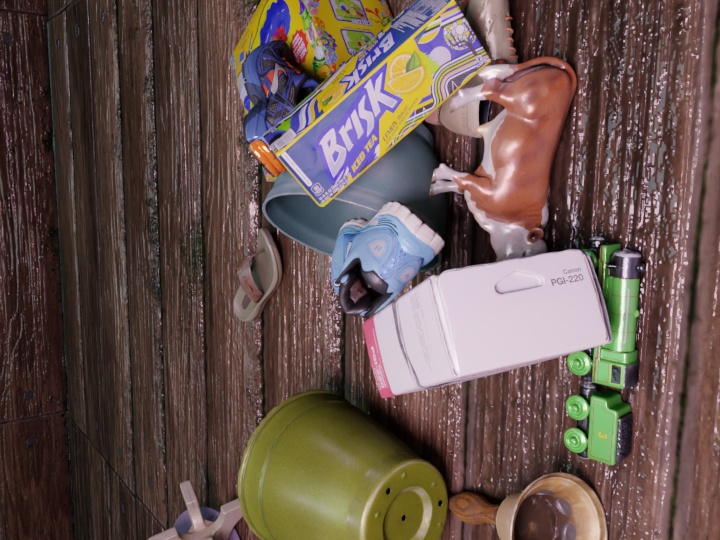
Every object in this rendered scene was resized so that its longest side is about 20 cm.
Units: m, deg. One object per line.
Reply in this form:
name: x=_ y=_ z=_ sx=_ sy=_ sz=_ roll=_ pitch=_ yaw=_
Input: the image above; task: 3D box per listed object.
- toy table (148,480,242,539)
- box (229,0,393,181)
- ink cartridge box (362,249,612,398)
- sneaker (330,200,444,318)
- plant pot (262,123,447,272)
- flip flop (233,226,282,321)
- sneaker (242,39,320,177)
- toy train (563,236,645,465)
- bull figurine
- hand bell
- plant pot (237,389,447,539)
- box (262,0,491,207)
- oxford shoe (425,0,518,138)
toy table: x=-0.283 y=0.489 z=1.288 sx=0.200 sy=0.183 sz=0.117 roll=37 pitch=141 yaw=37
box: x=-0.051 y=-0.244 z=0.880 sx=0.200 sy=0.122 sz=0.193 roll=-41 pitch=62 yaw=50
ink cartridge box: x=0.101 y=0.053 z=0.633 sx=0.200 sy=0.145 sz=0.085 roll=132 pitch=126 yaw=-68
sneaker: x=0.000 y=0.000 z=0.667 sx=0.078 sy=0.090 sz=0.200 roll=40 pitch=162 yaw=-4
plant pot: x=0.009 y=-0.097 z=0.776 sx=0.200 sy=0.200 sz=0.135 roll=-5 pitch=63 yaw=55
flip flop: x=-0.179 y=0.014 z=1.153 sx=0.081 sy=0.057 sz=0.200 roll=63 pitch=140 yaw=28
sneaker: x=-0.073 y=-0.179 z=0.742 sx=0.078 sy=0.075 sz=0.201 roll=-22 pitch=48 yaw=14
toy train: x=0.212 y=0.071 z=0.615 sx=0.056 sy=0.042 sz=0.201 roll=9 pitch=102 yaw=44
bull figurine: x=0.132 y=-0.100 z=0.661 sx=0.065 sy=0.121 sz=0.201 roll=-53 pitch=-23 yaw=-77
hand bell: x=0.143 y=0.251 z=0.720 sx=0.200 sy=0.104 sz=0.105 roll=153 pitch=108 yaw=-67
plant pot: x=-0.008 y=0.260 z=0.828 sx=0.193 sy=0.200 sz=0.201 roll=8 pitch=101 yaw=50
box: x=0.012 y=-0.153 z=0.633 sx=0.200 sy=0.070 sz=0.064 roll=-41 pitch=32 yaw=3
oxford shoe: x=0.128 y=-0.227 z=0.688 sx=0.074 sy=0.071 sz=0.201 roll=30 pitch=121 yaw=20
